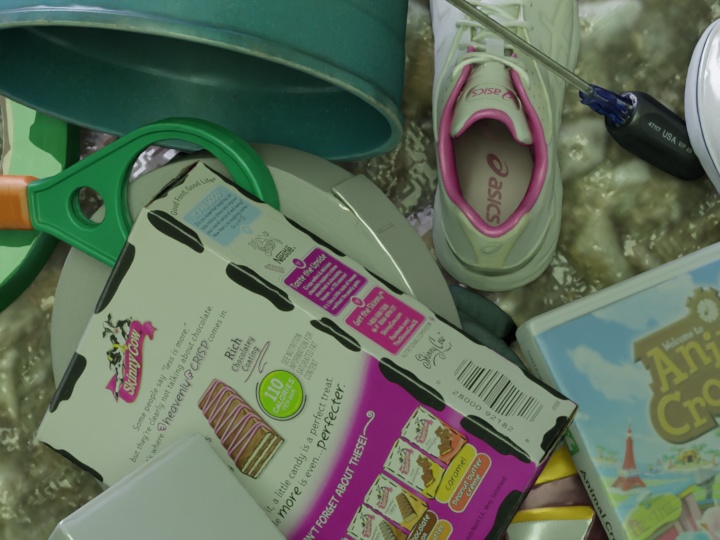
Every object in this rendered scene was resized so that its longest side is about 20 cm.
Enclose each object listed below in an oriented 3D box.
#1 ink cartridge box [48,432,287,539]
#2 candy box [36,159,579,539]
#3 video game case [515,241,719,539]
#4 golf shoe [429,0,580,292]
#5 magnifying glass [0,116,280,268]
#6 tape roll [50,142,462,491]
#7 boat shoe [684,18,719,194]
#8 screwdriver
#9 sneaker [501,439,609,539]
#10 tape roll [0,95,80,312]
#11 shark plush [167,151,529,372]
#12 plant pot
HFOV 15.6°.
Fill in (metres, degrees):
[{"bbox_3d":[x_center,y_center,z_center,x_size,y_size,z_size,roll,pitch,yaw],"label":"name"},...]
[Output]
[{"bbox_3d":[-0.084,0.185,1.131,0.084,0.200,0.144,-33,77,-35],"label":"ink cartridge box"},{"bbox_3d":[-0.025,0.065,1.137,0.199,0.061,0.137,33,121,6],"label":"candy box"},{"bbox_3d":[0.192,0.074,1.208,0.199,0.022,0.183,-21,80,-23],"label":"video game case"},{"bbox_3d":[0.067,-0.094,1.241,0.075,0.092,0.202,-2,81,4],"label":"golf shoe"},{"bbox_3d":[-0.128,-0.030,1.192,0.199,0.022,0.080,2,106,23],"label":"magnifying glass"},{"bbox_3d":[-0.048,0.042,1.205,0.201,0.037,0.204,7,107,24],"label":"tape roll"},{"bbox_3d":[0.198,-0.042,1.201,0.070,0.070,0.201,1,59,-12],"label":"boat shoe"},{"bbox_3d":[0.091,-0.087,1.212,0.199,0.028,0.029,24,116,-34],"label":"screwdriver"},{"bbox_3d":[0.077,0.140,1.219,0.090,0.075,0.200,35,76,4],"label":"sneaker"},{"bbox_3d":[-0.237,-0.060,1.271,0.199,0.048,0.202,0,82,3],"label":"tape roll"},{"bbox_3d":[0.000,0.000,1.234,0.091,0.083,0.200,-40,79,-9],"label":"shark plush"},{"bbox_3d":[-0.064,-0.165,1.166,0.198,0.200,0.189,9,78,4],"label":"plant pot"}]
